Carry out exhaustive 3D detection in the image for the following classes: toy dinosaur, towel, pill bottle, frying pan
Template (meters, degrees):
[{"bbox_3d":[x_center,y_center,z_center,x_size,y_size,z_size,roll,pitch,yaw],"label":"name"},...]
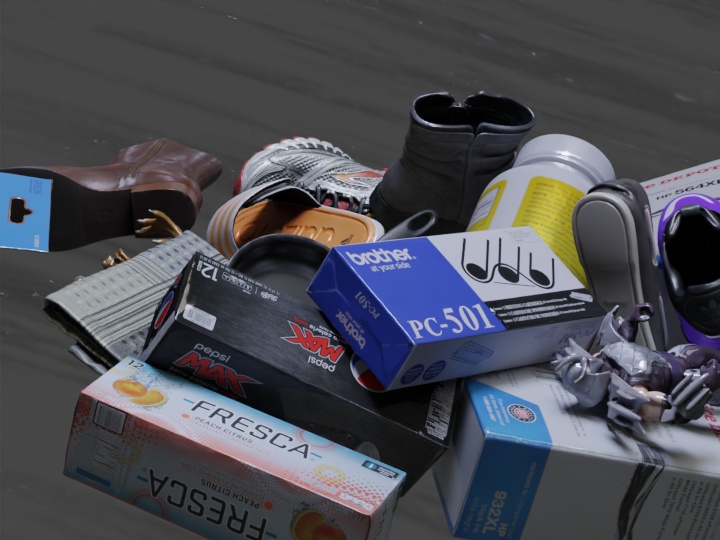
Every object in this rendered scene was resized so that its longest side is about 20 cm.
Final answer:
[{"bbox_3d":[-0.126,0.014,1.519,0.200,0.060,0.106,-1,53,-26],"label":"toy dinosaur"},{"bbox_3d":[-0.103,0.059,1.395,0.193,0.035,0.200,40,27,12],"label":"towel"},{"bbox_3d":[0.131,-0.010,1.550,0.111,0.111,0.200,18,50,7],"label":"pill bottle"},{"bbox_3d":[-0.031,0.002,1.421,0.115,0.031,0.190,33,53,-7],"label":"frying pan"}]

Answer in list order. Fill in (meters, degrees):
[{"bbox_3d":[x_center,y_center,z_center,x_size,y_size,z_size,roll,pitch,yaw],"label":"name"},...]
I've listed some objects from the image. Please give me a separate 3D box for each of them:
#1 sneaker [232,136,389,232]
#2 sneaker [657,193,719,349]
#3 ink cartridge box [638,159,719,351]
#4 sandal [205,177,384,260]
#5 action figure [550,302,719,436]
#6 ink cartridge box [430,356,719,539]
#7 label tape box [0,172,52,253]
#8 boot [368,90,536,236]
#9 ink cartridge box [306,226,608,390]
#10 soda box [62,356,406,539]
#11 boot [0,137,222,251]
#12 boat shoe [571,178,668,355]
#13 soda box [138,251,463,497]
[{"bbox_3d":[-0.009,-0.058,1.710,0.200,0.078,0.082,7,25,-19],"label":"sneaker"},{"bbox_3d":[0.252,-0.017,1.493,0.070,0.100,0.200,-19,33,10],"label":"sneaker"},{"bbox_3d":[0.258,-0.009,1.683,0.146,0.084,0.200,-16,20,12],"label":"ink cartridge box"},{"bbox_3d":[-0.061,-0.036,1.532,0.207,0.079,0.059,3,-37,52],"label":"sandal"},{"bbox_3d":[0.215,0.067,1.358,0.200,0.069,0.130,3,30,-24],"label":"action figure"},{"bbox_3d":[0.154,0.125,1.376,0.200,0.084,0.145,11,22,-13],"label":"ink cartridge box"},{"bbox_3d":[-0.326,-0.031,1.458,0.200,0.063,0.144,11,22,-12],"label":"label tape box"},{"bbox_3d":[0.116,-0.083,1.659,0.200,0.132,0.070,-1,51,-28],"label":"boot"},{"bbox_3d":[0.068,0.022,1.362,0.200,0.044,0.094,-6,47,-45],"label":"ink cartridge box"},{"bbox_3d":[-0.079,0.125,1.254,0.200,0.064,0.068,22,25,14],"label":"soda box"},{"bbox_3d":[-0.209,-0.071,1.642,0.186,0.064,0.200,6,17,-2],"label":"boot"},{"bbox_3d":[0.194,0.030,1.473,0.067,0.200,0.057,6,22,34],"label":"boat shoe"},{"bbox_3d":[-0.039,0.069,1.323,0.200,0.071,0.063,26,45,-13],"label":"soda box"}]
